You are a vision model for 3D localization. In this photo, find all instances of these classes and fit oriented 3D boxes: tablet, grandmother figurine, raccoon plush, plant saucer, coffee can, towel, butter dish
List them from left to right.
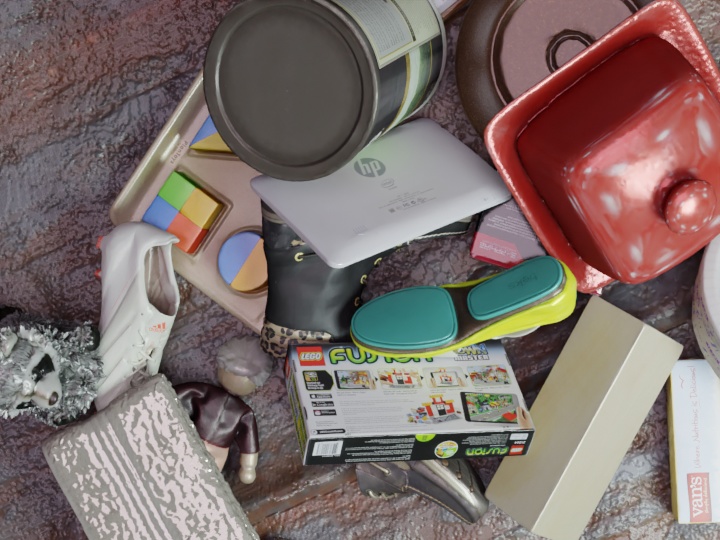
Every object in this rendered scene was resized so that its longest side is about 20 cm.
[{"bbox_3d":[-0.319,0.078,1.147,0.198,0.133,0.098,8,86,32],"label":"raccoon plush"},{"bbox_3d":[-0.179,0.206,1.171,0.131,0.034,0.202,-30,86,3],"label":"towel"},{"bbox_3d":[-0.144,0.148,1.213,0.120,0.060,0.202,30,91,-24],"label":"grandmother figurine"},{"bbox_3d":[-0.023,-0.171,1.101,0.144,0.200,0.149,7,111,18],"label":"coffee can"},{"bbox_3d":[0.020,-0.071,1.128,0.198,0.014,0.130,-22,49,-32],"label":"tablet"},{"bbox_3d":[0.179,-0.180,1.137,0.197,0.037,0.204,0,89,3],"label":"plant saucer"},{"bbox_3d":[0.232,-0.075,1.058,0.198,0.148,0.201,-35,120,3],"label":"butter dish"}]

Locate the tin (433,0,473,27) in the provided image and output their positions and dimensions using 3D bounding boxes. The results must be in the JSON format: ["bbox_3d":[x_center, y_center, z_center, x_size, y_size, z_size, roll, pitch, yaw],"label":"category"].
[{"bbox_3d":[0.076,-0.289,1.192,0.199,0.042,0.112,-38,92,4],"label":"tin"}]

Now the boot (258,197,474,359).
[{"bbox_3d":[0.000,0.000,1.182,0.197,0.073,0.153,-2,112,-25],"label":"boot"}]

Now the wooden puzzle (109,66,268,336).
[{"bbox_3d":[-0.105,-0.065,1.207,0.199,0.046,0.186,35,94,3],"label":"wooden puzzle"}]

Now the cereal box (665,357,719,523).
[{"bbox_3d":[0.372,0.145,1.174,0.197,0.040,0.146,-2,90,6],"label":"cereal box"}]

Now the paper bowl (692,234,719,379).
[{"bbox_3d":[0.379,0.033,1.118,0.197,0.105,0.203,-3,64,6],"label":"paper bowl"}]

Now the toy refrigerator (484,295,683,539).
[{"bbox_3d":[0.193,0.130,1.163,0.070,0.076,0.202,32,96,44],"label":"toy refrigerator"}]

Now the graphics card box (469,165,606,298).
[{"bbox_3d":[0.182,-0.091,1.180,0.124,0.051,0.203,16,94,5],"label":"graphics card box"}]

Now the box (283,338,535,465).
[{"bbox_3d":[0.040,0.110,1.139,0.197,0.111,0.035,0,131,-15],"label":"box"}]

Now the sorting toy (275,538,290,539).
[{"bbox_3d":[-0.006,0.367,1.196,0.196,0.070,0.203,12,92,4],"label":"sorting toy"}]

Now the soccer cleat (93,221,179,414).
[{"bbox_3d":[-0.200,0.058,1.195,0.077,0.069,0.203,7,100,29],"label":"soccer cleat"}]

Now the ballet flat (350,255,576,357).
[{"bbox_3d":[0.091,0.043,1.140,0.197,0.067,0.068,-16,56,14],"label":"ballet flat"}]

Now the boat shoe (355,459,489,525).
[{"bbox_3d":[0.026,0.165,1.195,0.199,0.074,0.074,38,104,12],"label":"boat shoe"}]
